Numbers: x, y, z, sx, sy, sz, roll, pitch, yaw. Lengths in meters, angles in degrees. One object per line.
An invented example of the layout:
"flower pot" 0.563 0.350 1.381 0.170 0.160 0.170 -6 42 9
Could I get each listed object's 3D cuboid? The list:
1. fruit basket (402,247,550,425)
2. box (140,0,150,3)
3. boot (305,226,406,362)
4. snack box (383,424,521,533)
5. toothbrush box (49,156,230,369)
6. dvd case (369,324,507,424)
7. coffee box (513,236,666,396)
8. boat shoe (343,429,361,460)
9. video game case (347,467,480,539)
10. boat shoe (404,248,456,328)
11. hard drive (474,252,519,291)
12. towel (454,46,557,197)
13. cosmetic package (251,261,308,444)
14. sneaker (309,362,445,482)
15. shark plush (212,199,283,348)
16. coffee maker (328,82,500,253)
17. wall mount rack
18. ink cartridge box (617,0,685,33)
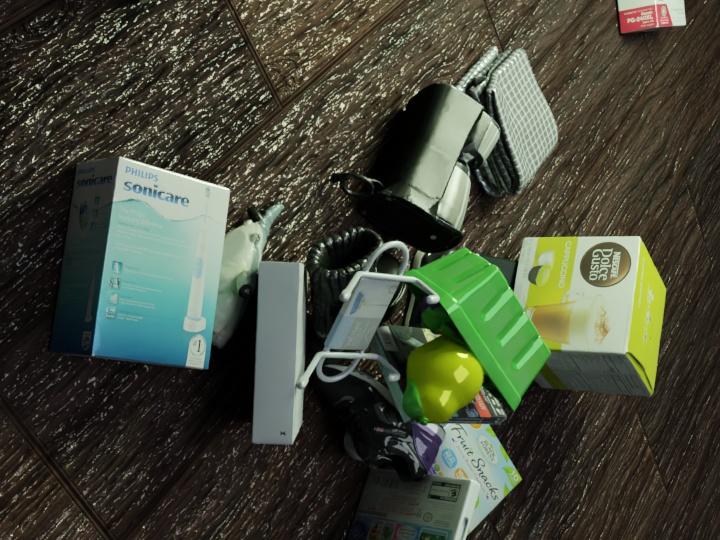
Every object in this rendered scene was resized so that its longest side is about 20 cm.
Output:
"fruit basket" 0.119 0.103 1.206 0.215 0.156 0.216 -7 110 -20
"box" -0.178 -0.390 0.964 0.097 0.200 0.176 -49 124 -36
"boot" 0.002 0.001 1.199 0.211 0.079 0.158 -53 153 -46
"snack box" 0.135 0.301 1.390 0.200 0.053 0.142 -30 90 -45
"toothbrush box" -0.227 -0.004 0.993 0.146 0.085 0.200 13 81 -47
"dvd case" 0.103 0.140 1.282 0.200 0.022 0.146 10 46 -46
"coffee box" 0.373 0.075 1.552 0.200 0.198 0.200 44 54 -52
"boat shoe" 0.058 0.209 1.326 0.200 0.074 0.065 -30 148 -28
"video game case" 0.054 0.350 1.223 0.024 0.200 0.182 33 65 -32
"boat shoe" 0.110 0.064 1.391 0.074 0.060 0.200 16 78 -49
"hard drive" 0.210 0.078 1.525 0.139 0.033 0.200 9 83 -48
"towel" 0.234 -0.240 1.514 0.166 0.086 0.200 -49 124 -38
"cosmetic package" -0.092 0.091 1.106 0.151 0.052 0.200 150 -58 -88
"sneaker" 0.013 0.197 1.219 0.200 0.076 0.088 33 58 -7
"shark plush" -0.147 -0.009 1.129 0.083 0.091 0.200 73 19 -46
"coffee maker" 0.087 -0.155 1.311 0.192 0.135 0.200 42 59 -39
"wall mount rack" -0.001 0.065 1.092 0.174 0.075 0.200 5 118 -45
"ink cartridge box" 0.577 -0.583 1.902 0.145 0.083 0.200 -19 104 -47
